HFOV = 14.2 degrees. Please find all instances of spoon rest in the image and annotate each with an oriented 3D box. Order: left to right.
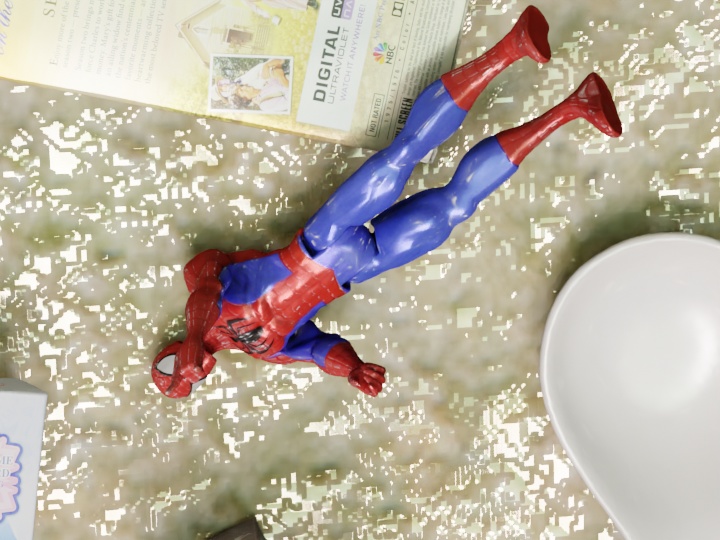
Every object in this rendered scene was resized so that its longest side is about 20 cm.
[{"bbox_3d":[0.124,0.084,1.097,0.099,0.061,0.201,-11,105,-6],"label":"spoon rest"}]

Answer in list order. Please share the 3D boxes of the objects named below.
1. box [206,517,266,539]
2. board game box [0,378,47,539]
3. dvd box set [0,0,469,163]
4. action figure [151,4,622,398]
[{"bbox_3d":[-0.019,0.196,1.031,0.048,0.200,0.159,-26,104,2],"label":"box"},{"bbox_3d":[-0.216,0.132,0.998,0.199,0.041,0.201,4,93,-24],"label":"board game box"},{"bbox_3d":[-0.055,-0.128,1.036,0.199,0.029,0.147,9,101,-11],"label":"dvd box set"},{"bbox_3d":[0.000,0.000,1.026,0.200,0.099,0.065,-36,118,21],"label":"action figure"}]
